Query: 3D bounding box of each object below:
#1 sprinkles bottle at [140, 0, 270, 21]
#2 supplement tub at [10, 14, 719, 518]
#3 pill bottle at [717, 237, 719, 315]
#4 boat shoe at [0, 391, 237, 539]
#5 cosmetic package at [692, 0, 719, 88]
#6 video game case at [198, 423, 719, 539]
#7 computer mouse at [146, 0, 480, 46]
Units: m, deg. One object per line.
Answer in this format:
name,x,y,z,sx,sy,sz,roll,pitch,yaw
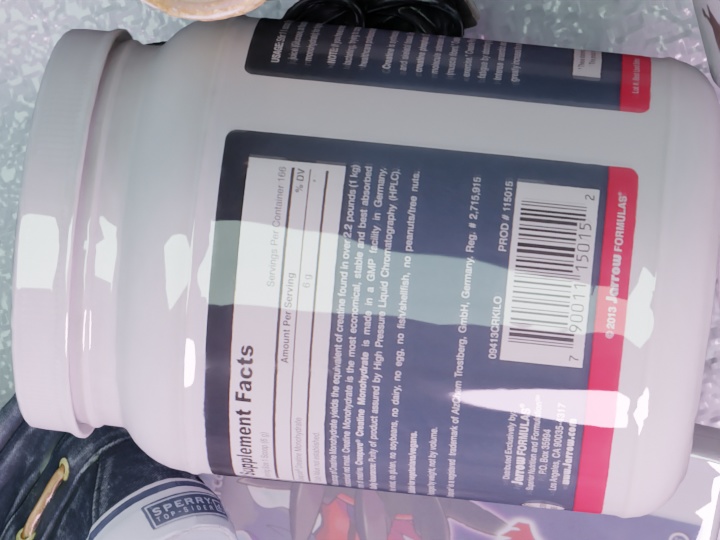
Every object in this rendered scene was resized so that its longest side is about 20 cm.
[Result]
sprinkles bottle,-0.016,-0.121,0.915,0.068,0.200,0.068,4,102,17
supplement tub,0.004,-0.003,0.899,0.200,0.140,0.140,6,103,4
pill bottle,0.217,-0.014,0.910,0.200,0.111,0.111,8,104,16
boat shoe,-0.106,0.124,1.015,0.091,0.071,0.200,54,130,36
cosmetic package,0.192,-0.141,0.807,0.200,0.165,0.165,-21,108,-10
video game case,0.021,0.123,1.011,0.182,0.023,0.200,12,120,7
computer mouse,0.000,0.000,1.007,0.138,0.053,0.200,-17,106,15
